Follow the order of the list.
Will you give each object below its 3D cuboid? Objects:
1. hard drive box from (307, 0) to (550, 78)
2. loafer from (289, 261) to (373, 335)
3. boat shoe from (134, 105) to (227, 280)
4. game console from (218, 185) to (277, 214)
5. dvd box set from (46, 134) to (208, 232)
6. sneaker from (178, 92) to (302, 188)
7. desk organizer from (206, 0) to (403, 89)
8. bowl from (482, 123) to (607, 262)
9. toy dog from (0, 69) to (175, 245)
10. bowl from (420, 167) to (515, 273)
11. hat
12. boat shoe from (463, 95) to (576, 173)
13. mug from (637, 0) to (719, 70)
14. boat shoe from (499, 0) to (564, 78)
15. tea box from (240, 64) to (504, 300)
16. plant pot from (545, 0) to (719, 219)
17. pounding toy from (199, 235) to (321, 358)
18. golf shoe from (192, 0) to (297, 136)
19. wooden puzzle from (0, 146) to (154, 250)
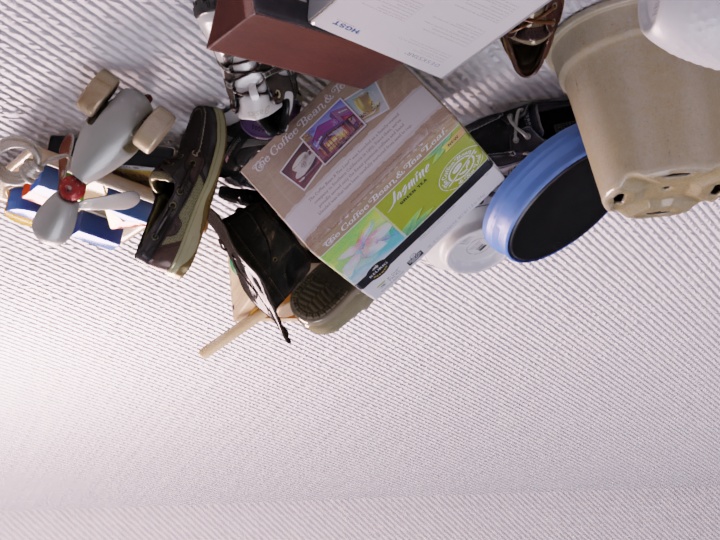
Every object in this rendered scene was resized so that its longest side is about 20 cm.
[{"bbox_3d":[0.071,-0.266,1.430,0.156,0.077,0.200,19,150,-30],"label":"hard drive box"},{"bbox_3d":[0.000,0.000,1.835,0.200,0.076,0.068,-38,156,-19],"label":"loafer"},{"bbox_3d":[-0.190,-0.091,1.706,0.065,0.200,0.073,21,152,-23],"label":"boat shoe"},{"bbox_3d":[-0.040,-0.115,1.938,0.200,0.117,0.176,9,-175,-36],"label":"game console"},{"bbox_3d":[-0.261,-0.096,1.852,0.146,0.029,0.200,6,162,8],"label":"dvd box set"},{"bbox_3d":[-0.137,-0.124,1.779,0.076,0.088,0.200,8,156,-36],"label":"sneaker"},{"bbox_3d":[-0.048,-0.232,1.515,0.200,0.072,0.077,9,153,-41],"label":"desk organizer"},{"bbox_3d":[0.228,-0.086,1.823,0.200,0.039,0.201,-30,154,-17],"label":"bowl"},{"bbox_3d":[-0.271,-0.123,1.683,0.200,0.132,0.096,-31,-174,20],"label":"toy dog"},{"bbox_3d":[0.128,-0.059,1.914,0.200,0.094,0.201,-14,145,-10],"label":"bowl"},{"bbox_3d":[-0.107,-0.020,1.839,0.081,0.201,0.201,-34,162,-8],"label":"hat"},{"bbox_3d":[0.188,-0.157,1.815,0.200,0.072,0.068,-9,160,-3],"label":"boat shoe"},{"bbox_3d":[0.349,-0.257,1.515,0.175,0.148,0.200,4,-171,-6],"label":"mug"},{"bbox_3d":[0.166,-0.249,1.549,0.072,0.072,0.200,-5,159,-6],"label":"boat shoe"},{"bbox_3d":[0.016,-0.102,1.706,0.200,0.134,0.197,-44,153,5],"label":"tea box"},{"bbox_3d":[0.301,-0.160,1.677,0.200,0.184,0.201,-6,161,-2],"label":"plant pot"},{"bbox_3d":[-0.099,0.019,2.107,0.200,0.142,0.184,0,159,-19],"label":"pounding toy"},{"bbox_3d":[-0.103,-0.200,1.573,0.078,0.095,0.200,-11,158,16],"label":"golf shoe"},{"bbox_3d":[-0.319,-0.072,1.826,0.185,0.046,0.200,19,161,-27],"label":"wooden puzzle"}]
